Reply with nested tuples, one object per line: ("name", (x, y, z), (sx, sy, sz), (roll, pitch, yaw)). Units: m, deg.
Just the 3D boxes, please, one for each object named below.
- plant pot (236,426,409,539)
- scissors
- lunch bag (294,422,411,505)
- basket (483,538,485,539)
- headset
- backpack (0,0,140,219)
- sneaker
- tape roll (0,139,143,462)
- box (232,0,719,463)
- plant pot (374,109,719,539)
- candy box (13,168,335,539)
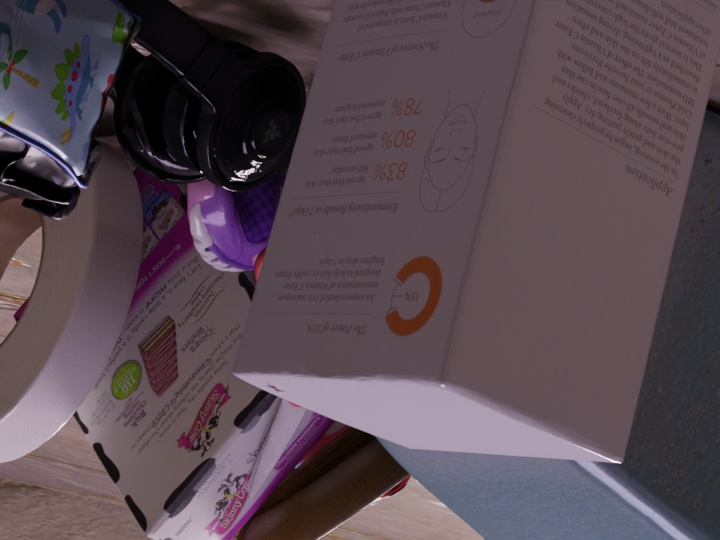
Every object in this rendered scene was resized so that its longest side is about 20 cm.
("plant pot", (0.004, 0.106, 1.398), (0.028, 0.200, 0.200), (53, 162, -2))
("scissors", (-0.023, 0.060, 1.271), (0.073, 0.014, 0.201), (10, 132, 5))
("lunch bag", (-0.050, 0.066, 1.523), (0.199, 0.177, 0.082), (19, 170, -14))
("basket", (0.157, 0.086, 1.348), (0.135, 0.201, 0.123), (15, 161, -3))
("headset", (-0.078, -0.062, 1.152), (0.200, 0.094, 0.123), (42, 166, -24))
("backpack", (-0.201, -0.123, 0.966), (0.182, 0.148, 0.200), (10, 170, 26))
("sneaker", (-0.019, -0.029, 1.336), (0.088, 0.081, 0.200), (-1, 166, 31))
("tape roll", (-0.200, 0.011, 1.420), (0.037, 0.204, 0.202), (24, 165, -36))
("box", (0.048, -0.039, 0.919), (0.097, 0.201, 0.124), (24, 165, -36))
("plant pot", (0.096, 0.015, 1.149), (0.200, 0.197, 0.196), (34, 161, -19))
("candy box", (-0.102, 0.047, 1.401), (0.061, 0.136, 0.200), (29, -162, -46))
